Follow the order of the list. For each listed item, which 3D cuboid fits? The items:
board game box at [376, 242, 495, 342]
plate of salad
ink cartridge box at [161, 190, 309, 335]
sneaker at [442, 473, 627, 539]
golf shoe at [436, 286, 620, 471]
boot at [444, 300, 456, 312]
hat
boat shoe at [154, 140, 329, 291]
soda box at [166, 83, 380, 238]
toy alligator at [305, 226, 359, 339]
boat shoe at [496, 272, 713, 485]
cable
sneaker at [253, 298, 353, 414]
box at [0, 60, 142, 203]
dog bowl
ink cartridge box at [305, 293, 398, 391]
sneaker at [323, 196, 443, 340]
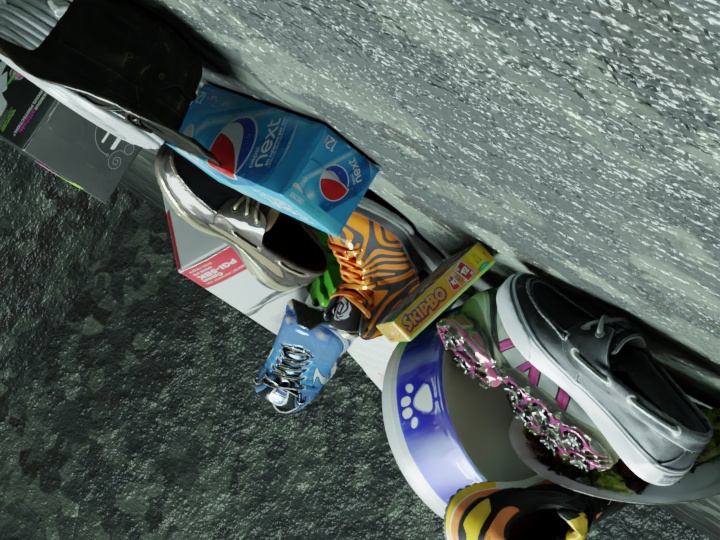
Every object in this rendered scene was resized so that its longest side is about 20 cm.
[{"bbox_3d":[0.060,0.022,1.182,0.030,0.096,0.200,47,175,3],"label":"board game box"},{"bbox_3d":[0.222,0.131,1.129,0.200,0.048,0.200,1,-158,-1],"label":"plate of salad"},{"bbox_3d":[-0.116,-0.034,1.457,0.200,0.083,0.147,39,-151,-51],"label":"ink cartridge box"},{"bbox_3d":[0.171,0.196,1.119,0.200,0.070,0.090,-14,-164,-26],"label":"sneaker"},{"bbox_3d":[0.148,0.075,1.089,0.200,0.092,0.073,45,165,40],"label":"golf shoe"},{"bbox_3d":[0.023,0.002,1.461,0.097,0.075,0.200,44,162,-19],"label":"boot"},{"bbox_3d":[-0.177,-0.156,1.019,0.200,0.081,0.201,28,-177,-2],"label":"hat"},{"bbox_3d":[-0.100,-0.057,1.249,0.073,0.075,0.200,-10,141,43],"label":"boat shoe"},{"bbox_3d":[-0.074,-0.091,1.096,0.068,0.064,0.200,36,174,-36],"label":"soda box"},{"bbox_3d":[-0.037,0.009,1.386,0.059,0.054,0.200,9,-138,-23],"label":"toy alligator"},{"bbox_3d":[0.181,0.064,1.017,0.072,0.068,0.200,-13,-126,-39],"label":"boat shoe"},{"bbox_3d":[-0.254,-0.183,1.286,0.200,0.069,0.200,36,174,-39],"label":"cable"},{"bbox_3d":[-0.062,0.100,1.434,0.078,0.089,0.200,26,154,8],"label":"sneaker"},{"bbox_3d":[-0.373,-0.192,1.656,0.200,0.124,0.149,30,175,41],"label":"box"},{"bbox_3d":[0.119,0.127,1.227,0.200,0.200,0.079,34,140,-25],"label":"dog bowl"},{"bbox_3d":[0.052,0.089,1.444,0.161,0.050,0.200,17,157,42],"label":"ink cartridge box"},{"bbox_3d":[0.000,0.000,1.249,0.078,0.112,0.200,28,174,40],"label":"sneaker"}]
